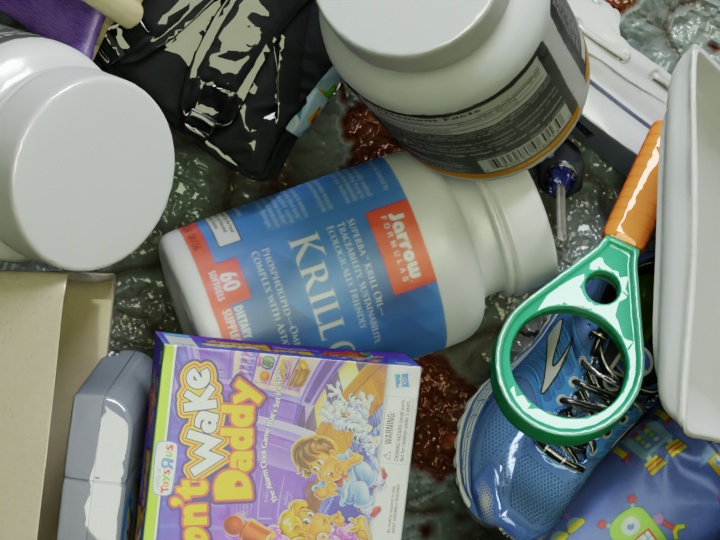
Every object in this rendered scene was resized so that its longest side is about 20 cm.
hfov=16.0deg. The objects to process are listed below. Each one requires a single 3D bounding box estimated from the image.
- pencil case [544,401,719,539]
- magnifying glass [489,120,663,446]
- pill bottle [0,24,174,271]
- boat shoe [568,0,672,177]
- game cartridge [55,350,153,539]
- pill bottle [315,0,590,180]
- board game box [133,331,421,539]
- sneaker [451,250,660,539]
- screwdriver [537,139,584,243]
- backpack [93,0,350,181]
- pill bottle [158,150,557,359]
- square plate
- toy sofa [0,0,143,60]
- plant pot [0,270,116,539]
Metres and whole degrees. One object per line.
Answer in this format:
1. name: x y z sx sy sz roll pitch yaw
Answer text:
1. pencil case: 0.129 0.163 1.436 0.200 0.078 0.087 -43 92 -6
2. magnifying glass: 0.132 0.004 1.371 0.079 0.022 0.200 25 63 5
3. pill bottle: -0.192 -0.068 1.294 0.114 0.200 0.114 -14 112 -38
4. boat shoe: 0.118 -0.125 1.442 0.200 0.074 0.065 40 80 -17
5. game cartridge: -0.137 0.152 1.351 0.040 0.133 0.201 7 101 5
6. pill bottle: 0.045 -0.122 1.282 0.116 0.200 0.117 -3 76 14
7. board game box: -0.049 0.139 1.325 0.134 0.045 0.201 5 96 -11
8. sneaker: 0.120 0.063 1.398 0.078 0.089 0.200 37 64 -15
9. screwdriver: 0.103 -0.041 1.374 0.029 0.200 0.028 6 105 7
10. backpack: -0.049 -0.174 1.383 0.163 0.154 0.200 36 102 0
11. pill bottle: 0.000 0.000 1.397 0.200 0.112 0.112 -21 94 -8
12. square plate: 0.190 -0.003 1.388 0.028 0.198 0.201 0 82 20
13. toy sofa: -0.195 -0.192 1.326 0.200 0.083 0.098 35 91 31
14. plant pot: -0.235 0.091 1.331 0.177 0.200 0.200 7 90 2
